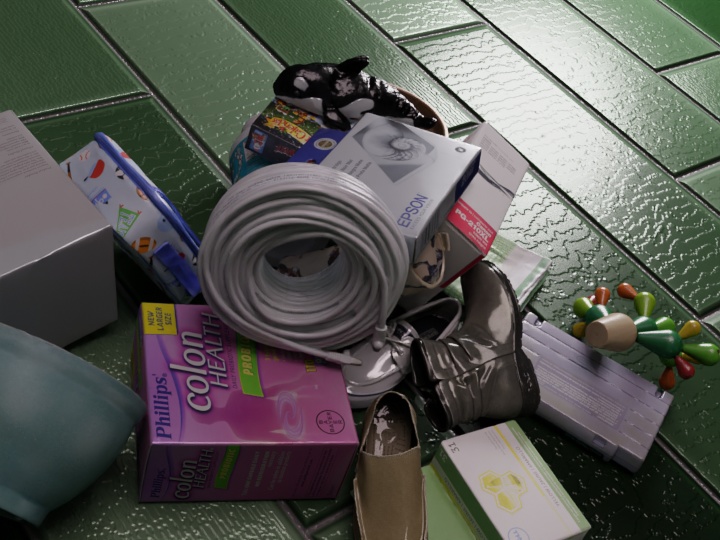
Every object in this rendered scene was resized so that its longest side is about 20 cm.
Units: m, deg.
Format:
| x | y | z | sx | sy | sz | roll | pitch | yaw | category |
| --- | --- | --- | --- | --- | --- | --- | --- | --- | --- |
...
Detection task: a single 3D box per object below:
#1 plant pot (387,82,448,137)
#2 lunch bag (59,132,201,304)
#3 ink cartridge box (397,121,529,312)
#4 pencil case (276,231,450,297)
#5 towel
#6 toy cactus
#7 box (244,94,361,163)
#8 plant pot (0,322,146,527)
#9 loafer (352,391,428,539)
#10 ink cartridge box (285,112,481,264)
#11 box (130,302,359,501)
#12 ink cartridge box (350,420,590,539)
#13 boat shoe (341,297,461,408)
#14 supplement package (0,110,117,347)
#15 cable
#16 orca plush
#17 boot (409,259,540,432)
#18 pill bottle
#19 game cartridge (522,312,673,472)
| x | y | z | sx | sy | sz | roll | pitch | yaw | category |
| --- | --- | --- | --- | --- | --- | --- | --- | --- | --- |
| 0.009 | -0.167 | 1.436 | 0.200 | 0.093 | 0.201 | 11 | 40 | -9 | plant pot |
| -0.230 | -0.048 | 1.157 | 0.076 | 0.200 | 0.160 | -44 | 64 | -8 | lunch bag |
| 0.105 | -0.065 | 1.282 | 0.084 | 0.145 | 0.200 | 41 | 43 | -9 | ink cartridge box |
| 0.000 | 0.000 | 1.189 | 0.078 | 0.200 | 0.089 | 65 | 33 | -16 | pencil case |
| 0.135 | -0.020 | 1.378 | 0.200 | 0.031 | 0.149 | 32 | 42 | 13 | towel |
| 0.319 | 0.078 | 1.283 | 0.165 | 0.102 | 0.200 | 0 | 28 | -46 | toy cactus |
| -0.021 | -0.149 | 1.291 | 0.200 | 0.038 | 0.137 | 27 | 40 | 2 | box |
| -0.307 | 0.142 | 0.940 | 0.200 | 0.200 | 0.134 | 21 | 69 | 2 | plant pot |
| 0.026 | 0.204 | 1.047 | 0.076 | 0.067 | 0.200 | -6 | 54 | 1 | loafer |
| 0.005 | -0.101 | 1.153 | 0.200 | 0.041 | 0.200 | 17 | 40 | 17 | ink cartridge box |
| -0.121 | 0.129 | 1.073 | 0.200 | 0.097 | 0.176 | 3 | 45 | -17 | box |
| 0.111 | 0.240 | 1.082 | 0.200 | 0.048 | 0.146 | -10 | 50 | -32 | ink cartridge box |
| 0.039 | 0.083 | 1.205 | 0.074 | 0.065 | 0.200 | 38 | 45 | 20 | boat shoe |
| -0.366 | -0.027 | 1.092 | 0.152 | 0.151 | 0.200 | -29 | 60 | -30 | supplement package |
| -0.053 | -0.010 | 1.024 | 0.200 | 0.200 | 0.069 | 13 | 36 | -11 | cable |
| 0.000 | -0.219 | 1.291 | 0.200 | 0.071 | 0.105 | 20 | 39 | -6 | orca plush |
| 0.113 | 0.076 | 1.179 | 0.130 | 0.068 | 0.200 | 0 | 60 | -26 | boot |
| -0.103 | -0.108 | 1.321 | 0.111 | 0.111 | 0.200 | 4 | 43 | -17 | pill bottle |
| 0.254 | 0.140 | 1.252 | 0.200 | 0.038 | 0.130 | 31 | 47 | 13 | game cartridge |
